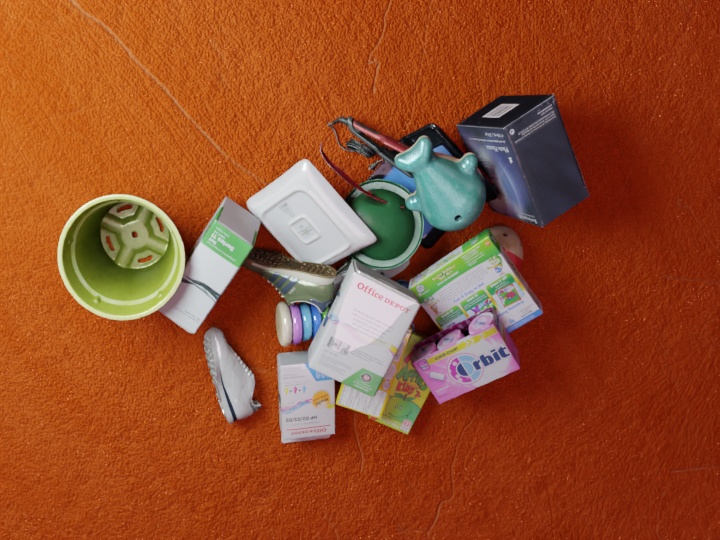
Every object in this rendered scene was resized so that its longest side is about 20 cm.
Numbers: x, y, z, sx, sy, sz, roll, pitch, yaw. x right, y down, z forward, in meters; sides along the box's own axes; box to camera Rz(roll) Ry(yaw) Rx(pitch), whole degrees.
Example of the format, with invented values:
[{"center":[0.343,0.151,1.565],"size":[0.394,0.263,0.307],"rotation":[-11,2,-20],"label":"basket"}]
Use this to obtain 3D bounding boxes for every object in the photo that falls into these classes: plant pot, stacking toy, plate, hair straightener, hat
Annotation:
[{"center":[-0.398,-0.042,1.141],"size":[0.193,0.184,0.208],"rotation":[-3,105,-12],"label":"plant pot"},{"center":[-0.068,0.099,1.320],"size":[0.193,0.085,0.088],"rotation":[-4,106,-19],"label":"stacking toy"},{"center":[-0.098,-0.083,1.215],"size":[0.197,0.033,0.200],"rotation":[-24,116,43],"label":"plate"},{"center":[0.021,-0.222,1.233],"size":[0.196,0.041,0.078],"rotation":[27,122,6],"label":"hair straightener"},{"center":[0.010,-0.098,1.190],"size":[0.195,0.176,0.170],"rotation":[21,92,12],"label":"hat"}]

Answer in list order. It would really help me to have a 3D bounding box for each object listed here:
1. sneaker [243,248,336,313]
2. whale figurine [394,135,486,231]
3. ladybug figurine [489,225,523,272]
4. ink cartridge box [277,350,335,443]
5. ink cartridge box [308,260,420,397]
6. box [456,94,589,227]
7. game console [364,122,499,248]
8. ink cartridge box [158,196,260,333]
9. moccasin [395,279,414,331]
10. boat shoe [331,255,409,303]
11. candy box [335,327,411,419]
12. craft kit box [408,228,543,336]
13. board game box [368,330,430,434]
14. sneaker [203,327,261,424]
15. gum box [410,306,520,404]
[{"center":[-0.140,0.025,1.252],"size":[0.194,0.067,0.093],"rotation":[14,116,16],"label":"sneaker"},{"center":[0.145,-0.147,1.177],"size":[0.157,0.106,0.199],"rotation":[-31,134,23],"label":"whale figurine"},{"center":[0.272,0.008,1.372],"size":[0.133,0.072,0.205],"rotation":[22,99,-18],"label":"ladybug figurine"},{"center":[-0.110,0.273,1.356],"size":[0.111,0.068,0.207],"rotation":[-4,106,-12],"label":"ink cartridge box"},{"center":[0.005,0.108,1.242],"size":[0.142,0.088,0.204],"rotation":[25,102,-11],"label":"ink cartridge box"},{"center":[0.302,-0.210,1.249],"size":[0.121,0.200,0.202],"rotation":[-32,110,-7],"label":"box"},{"center":[0.137,-0.156,1.277],"size":[0.199,0.171,0.120],"rotation":[40,67,-20],"label":"game console"},{"center":[-0.269,-0.011,1.184],"size":[0.082,0.147,0.202],"rotation":[33,106,-16],"label":"ink cartridge box"},{"center":[0.072,0.125,1.359],"size":[0.078,0.068,0.206],"rotation":[11,102,-16],"label":"moccasin"},{"center":[0.000,0.000,1.313],"size":[0.195,0.064,0.072],"rotation":[-24,145,-11],"label":"boat shoe"},{"center":[0.025,0.192,1.327],"size":[0.099,0.026,0.206],"rotation":[19,106,0],"label":"candy box"},{"center":[0.228,0.052,1.317],"size":[0.197,0.049,0.199],"rotation":[-33,109,24],"label":"craft kit box"},{"center":[0.099,0.234,1.406],"size":[0.099,0.048,0.204],"rotation":[24,98,-18],"label":"board game box"},{"center":[-0.255,0.200,1.309],"size":[0.078,0.076,0.206],"rotation":[-18,113,-19],"label":"sneaker"},{"center":[0.205,0.173,1.321],"size":[0.197,0.067,0.115],"rotation":[-29,110,22],"label":"gum box"}]
